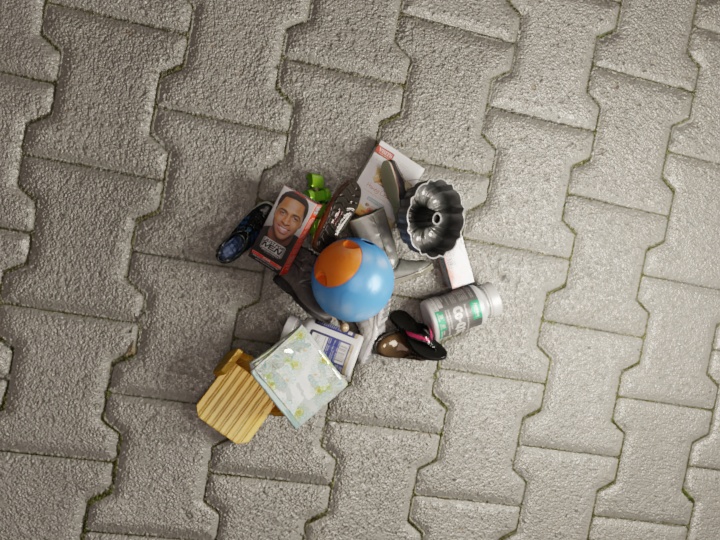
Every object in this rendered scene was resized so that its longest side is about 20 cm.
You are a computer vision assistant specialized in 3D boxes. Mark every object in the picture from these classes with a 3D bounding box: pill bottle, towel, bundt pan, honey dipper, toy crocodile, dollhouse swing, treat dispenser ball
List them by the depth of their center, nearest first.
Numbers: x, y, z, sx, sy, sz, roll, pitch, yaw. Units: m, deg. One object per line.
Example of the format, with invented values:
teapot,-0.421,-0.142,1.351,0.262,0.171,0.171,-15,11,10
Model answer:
treat dispenser ball,-0.019,0.022,1.530,0.199,0.201,0.202,-1,95,-11
towel,-0.151,0.256,1.549,0.171,0.048,0.201,-38,100,-12
dollhouse swing,-0.295,0.330,1.607,0.200,0.182,0.176,39,67,-12
bundt pan,0.168,-0.133,1.608,0.201,0.076,0.203,-7,101,-37
honey dipper,-0.056,0.122,1.610,0.038,0.200,0.038,-2,101,-9
pill bottle,-0.102,0.187,1.643,0.199,0.111,0.112,21,91,4
toy crocodile,-0.113,-0.152,1.651,0.067,0.062,0.202,-14,104,-36
pill bottle,0.271,0.104,1.716,0.199,0.113,0.114,-19,98,-8

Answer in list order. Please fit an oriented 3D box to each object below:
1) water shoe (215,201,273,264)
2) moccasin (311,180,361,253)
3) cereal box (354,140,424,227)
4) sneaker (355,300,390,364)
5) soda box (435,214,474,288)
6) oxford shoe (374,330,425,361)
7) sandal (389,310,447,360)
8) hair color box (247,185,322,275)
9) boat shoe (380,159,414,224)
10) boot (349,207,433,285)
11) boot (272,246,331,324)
water shoe,-0.283,-0.091,1.612,0.071,0.079,0.200,42,86,-12
moccasin,-0.062,-0.135,1.613,0.073,0.078,0.203,24,86,-23
cereal box,0.060,-0.220,1.686,0.143,0.040,0.201,30,89,-13
sneaker,0.022,0.152,1.708,0.082,0.075,0.201,18,98,24
soda box,0.244,-0.055,1.724,0.068,0.064,0.201,-18,98,-9
oxford shoe,0.132,0.203,1.690,0.199,0.084,0.073,3,98,-25
sandal,0.149,0.162,1.667,0.075,0.200,0.045,-17,137,-34
hair color box,-0.187,-0.100,1.591,0.101,0.061,0.201,30,100,9
boat shoe,0.109,-0.195,1.644,0.062,0.071,0.201,-26,106,-20
boot,0.081,-0.065,1.644,0.181,0.073,0.201,-19,90,-19
boot,-0.119,0.033,1.626,0.200,0.070,0.132,41,88,15
